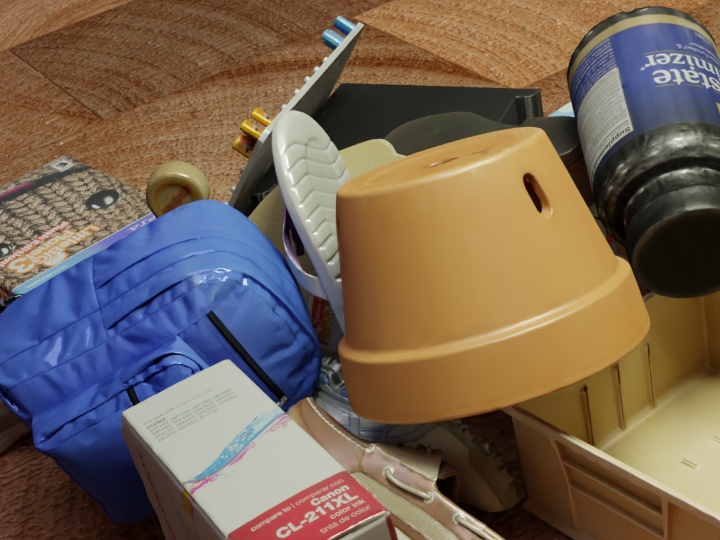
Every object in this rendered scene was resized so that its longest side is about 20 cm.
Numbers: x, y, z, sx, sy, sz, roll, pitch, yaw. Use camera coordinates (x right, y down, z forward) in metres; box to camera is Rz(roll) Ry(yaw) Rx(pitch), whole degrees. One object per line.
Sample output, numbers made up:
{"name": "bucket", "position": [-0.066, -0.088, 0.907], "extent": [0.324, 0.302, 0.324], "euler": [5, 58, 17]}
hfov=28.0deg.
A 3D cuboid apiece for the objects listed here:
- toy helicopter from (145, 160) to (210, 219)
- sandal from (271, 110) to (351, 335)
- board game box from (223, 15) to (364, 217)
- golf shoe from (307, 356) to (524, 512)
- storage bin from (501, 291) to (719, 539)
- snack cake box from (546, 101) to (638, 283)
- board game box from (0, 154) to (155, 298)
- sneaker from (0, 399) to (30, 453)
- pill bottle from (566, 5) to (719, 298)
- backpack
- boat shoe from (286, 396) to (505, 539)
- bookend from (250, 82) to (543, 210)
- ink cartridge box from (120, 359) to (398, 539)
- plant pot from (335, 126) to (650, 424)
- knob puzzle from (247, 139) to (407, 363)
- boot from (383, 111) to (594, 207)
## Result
{"name": "toy helicopter", "position": [-0.152, 0.005, 1.103], "extent": [0.132, 0.200, 0.079], "euler": [8, 34, 1]}
{"name": "sandal", "position": [-0.027, -0.013, 1.020], "extent": [0.050, 0.203, 0.082], "euler": [-22, -1, 28]}
{"name": "board game box", "position": [-0.081, -0.109, 1.278], "extent": [0.026, 0.200, 0.200], "euler": [33, 45, 1]}
{"name": "golf shoe", "position": [0.019, 0.136, 0.975], "extent": [0.200, 0.078, 0.097], "euler": [18, 62, 46]}
{"name": "storage bin", "position": [0.229, 0.104, 0.907], "extent": [0.200, 0.094, 0.199], "euler": [-30, 35, -27]}
{"name": "snack cake box", "position": [0.228, -0.053, 1.139], "extent": [0.067, 0.115, 0.200], "euler": [-33, 37, -31]}
{"name": "board game box", "position": [-0.259, -0.004, 1.255], "extent": [0.159, 0.097, 0.200], "euler": [-32, 36, -29]}
{"name": "sneaker", "position": [-0.278, 0.089, 1.118], "extent": [0.200, 0.092, 0.076], "euler": [-14, 31, -1]}
{"name": "pill bottle", "position": [0.211, -0.082, 0.997], "extent": [0.112, 0.112, 0.200], "euler": [-10, 46, 5]}
{"name": "backpack", "position": [-0.126, 0.067, 1.001], "extent": [0.200, 0.163, 0.168], "euler": [-33, 41, 5]}
{"name": "boat shoe", "position": [0.030, 0.143, 0.895], "extent": [0.072, 0.076, 0.200], "euler": [-43, 61, -6]}
{"name": "bookend", "position": [0.041, -0.077, 1.270], "extent": [0.200, 0.092, 0.199], "euler": [4, 37, 24]}
{"name": "ink cartridge box", "position": [-0.052, 0.164, 0.859], "extent": [0.083, 0.146, 0.200], "euler": [-28, 35, -19]}
{"name": "plant pot", "position": [0.068, -0.005, 0.919], "extent": [0.200, 0.140, 0.200], "euler": [-17, 10, 3]}
{"name": "knob puzzle", "position": [0.000, 0.000, 1.069], "extent": [0.219, 0.220, 0.030], "euler": [-1, 6, 19]}
{"name": "boot", "position": [0.099, -0.079, 1.150], "extent": [0.200, 0.075, 0.074], "euler": [9, 51, 39]}
